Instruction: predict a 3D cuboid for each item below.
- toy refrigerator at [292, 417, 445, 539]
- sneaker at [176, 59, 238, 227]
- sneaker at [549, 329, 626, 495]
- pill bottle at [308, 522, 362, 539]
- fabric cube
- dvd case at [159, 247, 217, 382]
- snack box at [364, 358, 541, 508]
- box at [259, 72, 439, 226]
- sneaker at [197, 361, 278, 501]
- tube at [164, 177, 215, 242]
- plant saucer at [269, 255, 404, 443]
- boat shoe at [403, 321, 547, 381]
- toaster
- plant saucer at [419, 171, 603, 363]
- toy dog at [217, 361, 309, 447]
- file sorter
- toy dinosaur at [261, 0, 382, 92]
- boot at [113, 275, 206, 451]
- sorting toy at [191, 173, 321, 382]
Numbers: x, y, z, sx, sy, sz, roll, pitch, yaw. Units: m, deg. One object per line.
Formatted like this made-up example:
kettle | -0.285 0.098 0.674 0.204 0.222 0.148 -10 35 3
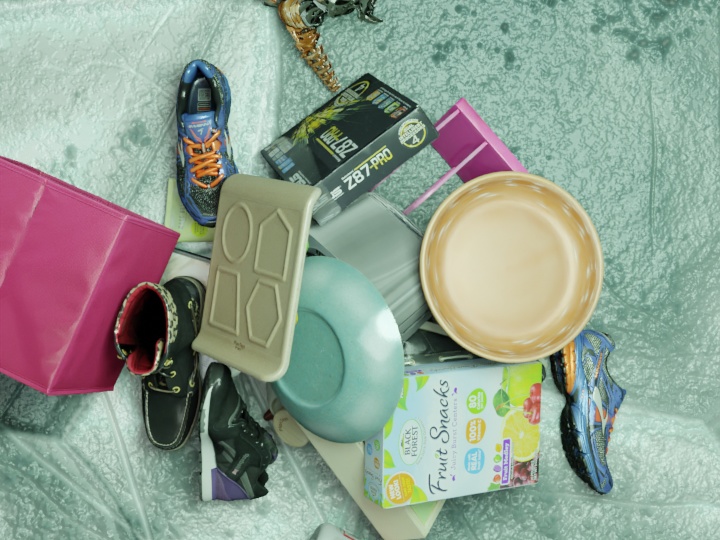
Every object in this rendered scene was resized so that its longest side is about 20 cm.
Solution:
toy refrigerator | 0.016 0.205 1.399 0.200 0.070 0.076 56 44 -19
sneaker | -0.180 -0.147 1.407 0.075 0.078 0.201 -9 77 1
sneaker | 0.275 0.162 1.454 0.078 0.075 0.201 -8 92 -6
pill bottle | 0.019 0.381 1.421 0.200 0.112 0.112 29 89 -2
fabric cube | -0.343 0.003 1.350 0.200 0.196 0.200 24 91 8
dvd case | -0.233 0.042 1.458 0.199 0.018 0.143 17 90 -2
snack box | 0.103 0.173 1.362 0.199 0.053 0.143 -3 98 -27
box | -0.017 -0.139 1.379 0.161 0.200 0.049 -38 115 0
sneaker | -0.135 0.180 1.400 0.087 0.076 0.200 4 131 -1
tube | -0.129 -0.060 1.450 0.199 0.052 0.058 6 45 3
plant saucer | -0.044 0.086 1.292 0.201 0.039 0.202 9 105 38
boat shoe | 0.121 0.112 1.430 0.199 0.072 0.068 13 56 -17
toaster | 0.000 0.000 1.363 0.129 0.114 0.200 -32 64 -33
plant saucer | 0.156 -0.003 1.314 0.200 0.037 0.201 1 85 -11
toy dog | -0.103 0.105 1.429 0.096 0.132 0.201 -18 85 36
file sorter | 0.119 -0.064 1.401 0.125 0.139 0.200 -42 92 -15
toy dinosaur | -0.049 -0.314 1.444 0.135 0.102 0.200 -10 125 12
boot | -0.221 0.103 1.370 0.073 0.151 0.201 9 89 8
sorting toy | -0.107 0.003 1.305 0.036 0.185 0.201 11 92 -35
